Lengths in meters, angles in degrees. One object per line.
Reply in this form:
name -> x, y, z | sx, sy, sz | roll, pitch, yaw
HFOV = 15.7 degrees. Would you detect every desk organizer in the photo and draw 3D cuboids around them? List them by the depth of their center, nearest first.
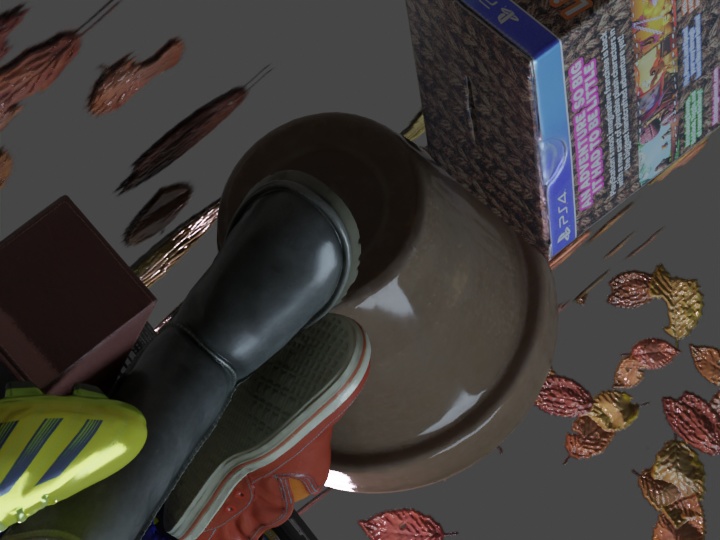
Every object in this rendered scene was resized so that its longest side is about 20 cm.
desk organizer -> -0.163, 0.047, 1.243 | 0.077, 0.072, 0.200 | -38, 173, -26

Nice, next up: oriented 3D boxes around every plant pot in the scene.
plant pot -> 0.000, 0.000, 1.414 | 0.200, 0.200, 0.175 | -39, 155, -6

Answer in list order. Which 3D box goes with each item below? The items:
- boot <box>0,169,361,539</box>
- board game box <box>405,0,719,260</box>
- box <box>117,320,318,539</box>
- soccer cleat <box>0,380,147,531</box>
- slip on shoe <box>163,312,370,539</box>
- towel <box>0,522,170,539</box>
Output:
boot -> -0.091, 0.062, 1.217 | 0.200, 0.072, 0.182 | -46, 171, -44
board game box -> 0.131, -0.134, 1.306 | 0.200, 0.097, 0.160 | -37, 148, -18
box -> -0.131, 0.145, 1.464 | 0.160, 0.200, 0.044 | -40, 172, 11
soccer cleat -> -0.181, 0.101, 1.098 | 0.199, 0.084, 0.065 | -11, 154, -23
slip on shoe -> -0.039, 0.086, 1.345 | 0.200, 0.061, 0.074 | 129, -27, -47
towel -> -0.211, 0.166, 1.398 | 0.200, 0.148, 0.050 | -40, 157, -4
